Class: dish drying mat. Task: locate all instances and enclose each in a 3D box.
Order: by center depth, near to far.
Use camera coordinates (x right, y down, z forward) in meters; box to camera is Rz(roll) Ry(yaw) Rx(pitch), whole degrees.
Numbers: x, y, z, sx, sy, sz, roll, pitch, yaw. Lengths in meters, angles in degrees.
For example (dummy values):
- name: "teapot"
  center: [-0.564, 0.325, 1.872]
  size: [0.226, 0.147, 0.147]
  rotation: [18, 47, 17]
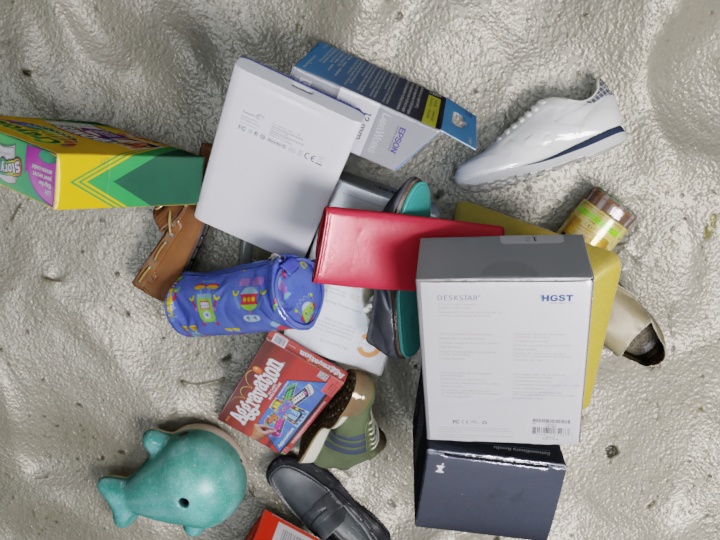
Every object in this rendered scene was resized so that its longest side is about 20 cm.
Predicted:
- name: "dish drying mat"
  center: [0.051, -0.017, 0.729]
  size: [0.199, 0.018, 0.077]
  rotation: [5, 108, -23]

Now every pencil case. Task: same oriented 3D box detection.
- name: "pencil case"
  center: [-0.132, 0.030, 0.820]
  size: [0.199, 0.078, 0.087]
  rotation: [-8, 105, 38]

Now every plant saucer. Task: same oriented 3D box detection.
- name: "plant saucer"
  center: [0.167, 0.046, 0.813]
  size: [0.200, 0.048, 0.201]
  rotation: [25, 127, 34]

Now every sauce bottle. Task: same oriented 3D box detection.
- name: "sauce bottle"
  center: [0.239, -0.002, 0.867]
  size: [0.065, 0.065, 0.200]
  rotation: [33, 102, -5]

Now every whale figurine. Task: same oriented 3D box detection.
- name: "whale figurine"
  center: [-0.244, 0.280, 0.938]
  size: [0.199, 0.104, 0.160]
  rotation: [-18, 103, 7]

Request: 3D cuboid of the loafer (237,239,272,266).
- name: "loafer"
  center: [-0.102, -0.075, 0.868]
  size: [0.069, 0.075, 0.201]
  rotation: [7, 113, -4]

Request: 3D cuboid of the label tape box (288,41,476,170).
- name: "label tape box"
  center: [0.023, -0.168, 0.792]
  size: [0.199, 0.143, 0.066]
  rotation: [25, 118, -4]

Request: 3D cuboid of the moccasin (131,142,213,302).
- name: "moccasin"
  center: [-0.219, -0.060, 0.876]
  size: [0.077, 0.074, 0.202]
  rotation: [23, 113, -11]

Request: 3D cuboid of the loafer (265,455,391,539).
- name: "loafer"
  center: [-0.039, 0.315, 0.952]
  size: [0.200, 0.070, 0.068]
  rotation: [41, 101, -8]

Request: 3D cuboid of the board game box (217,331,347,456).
- name: "board game box"
  center: [-0.100, 0.154, 0.893]
  size: [0.103, 0.019, 0.200]
  rotation: [31, 134, -3]

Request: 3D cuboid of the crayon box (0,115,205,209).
- name: "crayon box"
  center: [-0.296, -0.117, 0.768]
  size: [0.199, 0.172, 0.059]
  rotation: [20, 106, 32]

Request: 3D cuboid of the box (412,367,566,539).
- name: "box"
  center: [0.137, 0.196, 0.844]
  size: [0.147, 0.200, 0.105]
  rotation: [7, 114, 2]

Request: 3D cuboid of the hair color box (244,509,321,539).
- name: "hair color box"
  center: [-0.122, 0.409, 0.953]
  size: [0.111, 0.064, 0.200]
  rotation: [30, 123, -4]

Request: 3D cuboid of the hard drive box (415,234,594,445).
- name: "hard drive box"
  center: [0.138, 0.070, 0.715]
  size: [0.155, 0.077, 0.201]
  rotation: [0, 124, 9]

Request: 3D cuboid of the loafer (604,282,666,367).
- name: "loafer"
  center: [0.290, 0.051, 0.839]
  size: [0.200, 0.067, 0.076]
  rotation: [26, 108, -32]

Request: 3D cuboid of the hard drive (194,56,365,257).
- name: "hard drive"
  center: [-0.090, -0.106, 0.761]
  size: [0.132, 0.025, 0.200]
  rotation: [24, 132, -4]

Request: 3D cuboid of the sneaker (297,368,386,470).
- name: "sneaker"
  center: [-0.005, 0.189, 0.897]
  size: [0.090, 0.067, 0.200]
  rotation: [19, 137, -14]

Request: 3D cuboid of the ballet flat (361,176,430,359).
- name: "ballet flat"
  center: [0.030, -0.003, 0.778]
  size: [0.073, 0.073, 0.201]
  rotation: [2, 109, 2]

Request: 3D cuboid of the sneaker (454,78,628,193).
- name: "sneaker"
  center: [0.197, -0.148, 0.838]
  size: [0.199, 0.076, 0.081]
  rotation: [-20, 91, 3]

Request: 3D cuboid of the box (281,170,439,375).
- name: "box"
  center: [0.000, 0.000, 0.862]
  size: [0.124, 0.098, 0.201]
  rotation: [20, 103, -2]
